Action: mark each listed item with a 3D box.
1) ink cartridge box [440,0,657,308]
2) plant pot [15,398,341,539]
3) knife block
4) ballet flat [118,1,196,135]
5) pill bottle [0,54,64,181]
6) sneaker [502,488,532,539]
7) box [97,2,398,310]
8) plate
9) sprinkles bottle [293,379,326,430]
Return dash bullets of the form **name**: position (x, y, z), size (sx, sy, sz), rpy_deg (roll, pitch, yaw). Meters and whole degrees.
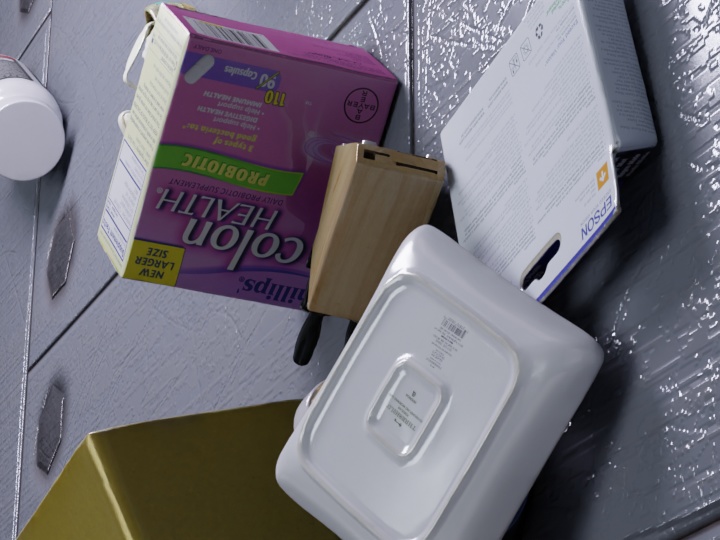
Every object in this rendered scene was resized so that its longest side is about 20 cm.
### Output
- **ink cartridge box**: position (0.119, -0.062, 1.462), size (0.200, 0.040, 0.201), rpy_deg (127, 145, -49)
- **plant pot**: position (-0.118, 0.238, 1.708), size (0.194, 0.195, 0.201), rpy_deg (-53, 52, 47)
- **knife block**: position (0.000, 0.000, 1.636), size (0.200, 0.064, 0.176), rpy_deg (-167, 88, -82)
- **ballet flat**: position (-0.203, -0.165, 2.237), size (0.071, 0.070, 0.201), rpy_deg (-174, 94, -67)
- **pill bottle**: position (-0.410, -0.176, 2.667), size (0.200, 0.115, 0.116), rpy_deg (-137, 60, -64)
- **sneaker**: position (0.063, 0.187, 1.450), size (0.078, 0.070, 0.201), rpy_deg (73, -145, -69)
- **box**: position (-0.090, -0.086, 1.792), size (0.097, 0.175, 0.201), rpy_deg (-130, 54, -62)
- **plate**: position (0.037, 0.089, 1.424), size (0.199, 0.032, 0.201), rpy_deg (37, 100, 48)
- **sprinkles bottle**: position (0.022, 0.074, 1.595), size (0.200, 0.068, 0.069), rpy_deg (132, 142, -52)
